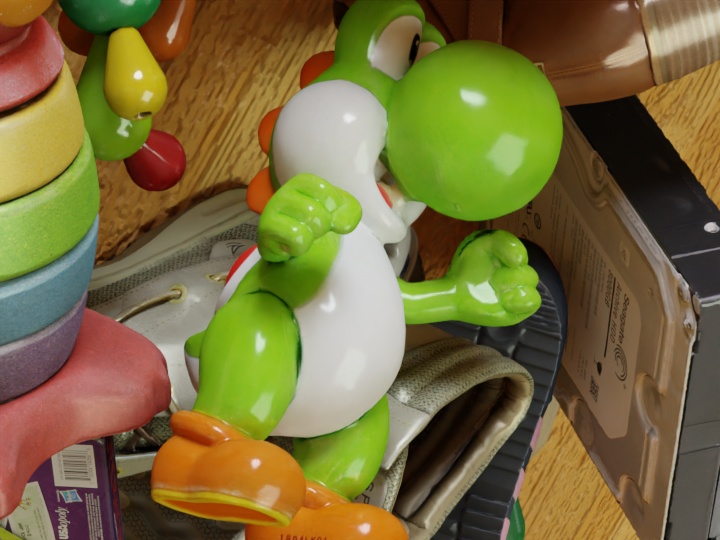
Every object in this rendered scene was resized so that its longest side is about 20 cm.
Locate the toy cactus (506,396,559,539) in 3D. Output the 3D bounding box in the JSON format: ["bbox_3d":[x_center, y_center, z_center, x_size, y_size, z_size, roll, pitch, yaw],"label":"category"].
[{"bbox_3d":[0.052,0.098,1.251,0.165,0.102,0.200,-60,140,-16],"label":"toy cactus"}]

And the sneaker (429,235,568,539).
[{"bbox_3d":[0.036,0.078,1.136,0.082,0.070,0.200,-65,180,-69],"label":"sneaker"}]

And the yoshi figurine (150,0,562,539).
[{"bbox_3d":[0.009,-0.002,0.919,0.112,0.112,0.201,119,-13,-70],"label":"yoshi figurine"}]

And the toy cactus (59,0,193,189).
[{"bbox_3d":[-0.056,-0.128,0.887,0.165,0.102,0.200,23,106,-49],"label":"toy cactus"}]

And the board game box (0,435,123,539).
[{"bbox_3d":[-0.140,0.119,0.974,0.120,0.032,0.200,-1,132,-1],"label":"board game box"}]

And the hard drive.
[{"bbox_3d":[0.101,0.002,1.124,0.038,0.200,0.140,-12,132,-17],"label":"hard drive"}]

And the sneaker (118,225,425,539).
[{"bbox_3d":[-0.030,0.066,1.106,0.200,0.075,0.082,-53,147,-8],"label":"sneaker"}]

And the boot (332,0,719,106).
[{"bbox_3d":[0.064,-0.115,1.068,0.154,0.200,0.074,-17,110,-1],"label":"boot"}]

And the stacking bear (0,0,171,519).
[{"bbox_3d":[-0.129,-0.042,0.844,0.121,0.113,0.201,-33,135,-46],"label":"stacking bear"}]

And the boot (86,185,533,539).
[{"bbox_3d":[-0.052,0.059,0.994,0.200,0.154,0.072,-35,142,-32],"label":"boot"}]
